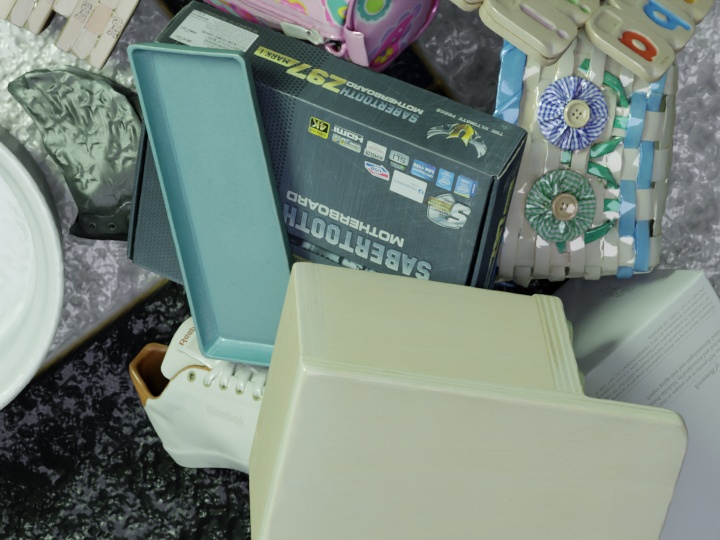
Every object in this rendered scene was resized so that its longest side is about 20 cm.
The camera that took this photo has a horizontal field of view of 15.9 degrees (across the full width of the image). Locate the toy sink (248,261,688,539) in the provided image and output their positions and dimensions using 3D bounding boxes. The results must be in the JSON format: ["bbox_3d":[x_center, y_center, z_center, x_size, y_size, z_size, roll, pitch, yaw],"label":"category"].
[{"bbox_3d":[0.052,0.086,1.321,0.200,0.112,0.131,8,120,-8],"label":"toy sink"}]

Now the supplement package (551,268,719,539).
[{"bbox_3d":[0.168,0.113,1.459,0.120,0.121,0.200,-40,109,-23],"label":"supplement package"}]

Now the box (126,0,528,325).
[{"bbox_3d":[-0.022,-0.038,1.375,0.200,0.051,0.158,23,133,12],"label":"box"}]

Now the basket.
[{"bbox_3d":[0.075,-0.077,1.438,0.200,0.139,0.177,5,100,9],"label":"basket"}]

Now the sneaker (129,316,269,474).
[{"bbox_3d":[-0.065,0.067,1.448,0.073,0.200,0.085,-48,115,-34],"label":"sneaker"}]

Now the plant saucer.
[{"bbox_3d":[-0.070,-0.034,1.358,0.070,0.019,0.200,7,129,26],"label":"plant saucer"}]

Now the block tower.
[{"bbox_3d":[-0.221,-0.186,1.457,0.200,0.054,0.058,30,100,-6],"label":"block tower"}]

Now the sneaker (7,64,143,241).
[{"bbox_3d":[-0.121,-0.036,1.490,0.104,0.060,0.200,-21,98,6],"label":"sneaker"}]

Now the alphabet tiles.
[{"bbox_3d":[0.095,-0.177,1.387,0.195,0.200,0.015,35,125,4],"label":"alphabet tiles"}]

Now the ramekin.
[{"bbox_3d":[-0.264,-0.008,1.474,0.200,0.098,0.201,0,102,0],"label":"ramekin"}]

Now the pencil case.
[{"bbox_3d":[-0.052,-0.173,1.400,0.200,0.087,0.088,27,104,30],"label":"pencil case"}]
